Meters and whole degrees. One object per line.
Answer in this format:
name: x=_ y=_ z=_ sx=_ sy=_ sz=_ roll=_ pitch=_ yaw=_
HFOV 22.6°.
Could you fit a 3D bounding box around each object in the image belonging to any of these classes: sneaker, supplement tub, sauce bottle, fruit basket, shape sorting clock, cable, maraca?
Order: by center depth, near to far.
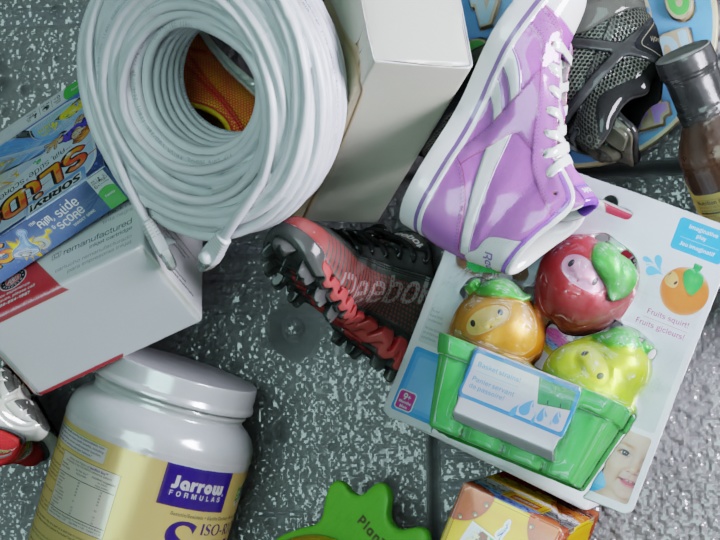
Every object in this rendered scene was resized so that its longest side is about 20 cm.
sneaker: x=0.122 y=-0.092 z=1.176 sx=0.114 sy=0.073 sz=0.202 roll=28 pitch=93 yaw=24
fruit basket: x=0.129 y=0.034 z=1.191 sx=0.184 sy=0.094 sz=0.202 roll=22 pitch=91 yaw=18
cable: x=-0.097 y=-0.122 z=1.194 sx=0.200 sy=0.069 sz=0.201 roll=-35 pitch=85 yaw=34
sauce bottle: x=0.256 y=-0.058 z=1.225 sx=0.064 sy=0.065 sz=0.201 roll=-20 pitch=102 yaw=16
sneaker: x=0.124 y=-0.108 z=1.257 sx=0.198 sy=0.076 sz=0.115 roll=-25 pitch=73 yaw=16
sneaker: x=0.000 y=0.000 z=1.278 sx=0.071 sy=0.200 sz=0.098 roll=31 pitch=82 yaw=35
shape sorting clock: x=0.159 y=-0.174 z=1.306 sx=0.198 sy=0.039 sz=0.202 roll=-1 pitch=87 yaw=17
maraca: x=-0.025 y=0.245 z=1.307 sx=0.137 sy=0.107 sz=0.201 roll=44 pitch=106 yaw=23
sneaker: x=-0.137 y=-0.138 z=1.311 sx=0.200 sy=0.077 sz=0.073 roll=41 pitch=144 yaw=29
supplement tub: x=-0.163 y=0.166 z=1.337 sx=0.144 sy=0.145 sz=0.202 roll=18 pitch=94 yaw=17
sneaker: x=-0.279 y=0.118 z=1.348 sx=0.085 sy=0.200 sz=0.077 roll=-31 pitch=81 yaw=-9

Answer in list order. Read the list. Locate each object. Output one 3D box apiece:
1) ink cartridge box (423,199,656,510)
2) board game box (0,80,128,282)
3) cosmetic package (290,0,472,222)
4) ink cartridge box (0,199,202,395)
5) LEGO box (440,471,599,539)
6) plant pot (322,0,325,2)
ink cartridge box: x=0.144 y=0.048 z=1.277 sx=0.147 sy=0.086 sz=0.201 roll=24 pitch=94 yaw=17
board game box: x=-0.262 y=-0.045 z=1.304 sx=0.199 sy=0.035 sz=0.136 roll=-33 pitch=36 yaw=8
cosmetic package: x=0.004 y=-0.126 z=1.244 sx=0.072 sy=0.200 sz=0.104 roll=1 pitch=60 yaw=-18
ink cartridge box: x=-0.196 y=-0.027 z=1.331 sx=0.143 sy=0.084 sz=0.201 roll=-24 pitch=37 yaw=15
LEGO box: x=0.085 y=0.249 z=1.253 sx=0.077 sy=0.149 sz=0.202 roll=22 pitch=94 yaw=17
plant pot: x=-0.050 y=-0.274 z=1.302 sx=0.198 sy=0.196 sz=0.198 roll=18 pitch=93 yaw=12
